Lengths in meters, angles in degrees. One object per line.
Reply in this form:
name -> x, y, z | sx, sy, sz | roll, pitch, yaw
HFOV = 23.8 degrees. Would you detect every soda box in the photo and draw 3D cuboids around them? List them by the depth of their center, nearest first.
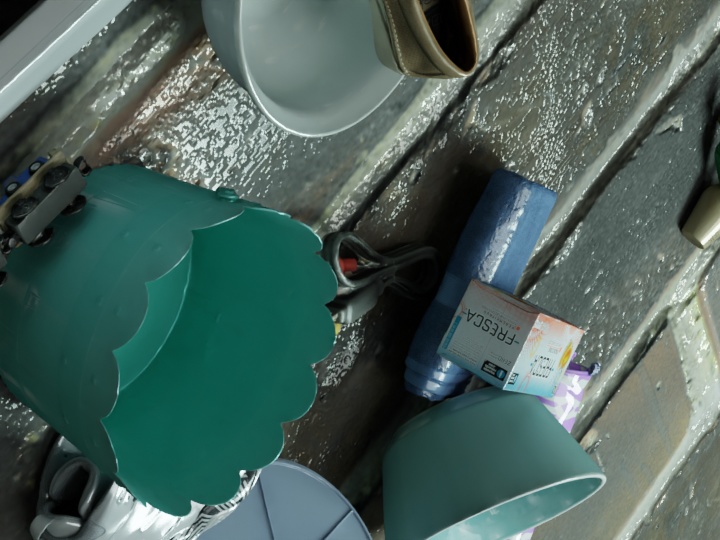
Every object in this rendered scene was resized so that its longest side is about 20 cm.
soda box -> 0.125, 0.058, 1.393 | 0.069, 0.063, 0.200 | -64, 161, 2

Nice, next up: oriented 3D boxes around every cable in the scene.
cable -> 0.000, 0.000, 1.333 | 0.200, 0.050, 0.098 | -31, 126, -55

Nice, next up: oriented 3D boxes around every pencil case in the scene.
pencil case -> 0.147, 0.163, 1.573 | 0.085, 0.083, 0.202 | -10, 121, -76

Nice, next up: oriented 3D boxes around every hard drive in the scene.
hard drive -> -0.188, -0.114, 0.946 | 0.027, 0.132, 0.200 | 45, 67, -8

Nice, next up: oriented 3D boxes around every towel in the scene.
towel -> 0.095, 0.012, 1.424 | 0.202, 0.048, 0.112 | -65, 163, 3

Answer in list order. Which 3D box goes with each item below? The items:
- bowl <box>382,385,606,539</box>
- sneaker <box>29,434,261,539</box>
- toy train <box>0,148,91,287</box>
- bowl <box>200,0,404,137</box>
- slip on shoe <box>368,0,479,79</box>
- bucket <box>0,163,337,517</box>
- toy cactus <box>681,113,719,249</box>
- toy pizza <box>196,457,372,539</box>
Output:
bowl -> 0.098, 0.168, 1.445 | 0.199, 0.106, 0.201 | -19, 162, -6
sneaker -> -0.145, 0.140, 1.179 | 0.200, 0.075, 0.115 | -47, 144, -19
toy train -> -0.236, 0.000, 1.007 | 0.200, 0.046, 0.034 | -46, 133, -21
bowl -> -0.039, -0.196, 1.108 | 0.200, 0.090, 0.203 | -31, 132, -40
slip on shoe -> 0.033, -0.204, 1.067 | 0.076, 0.060, 0.202 | -40, 137, -31
bucket -> -0.126, 0.036, 1.092 | 0.206, 0.134, 0.209 | -29, 132, -39
toy cactus -> 0.400, -0.088, 1.754 | 0.165, 0.102, 0.200 | -50, 151, -5
toy pizza -> -0.065, 0.241, 1.297 | 0.199, 0.032, 0.202 | 17, 59, -31
